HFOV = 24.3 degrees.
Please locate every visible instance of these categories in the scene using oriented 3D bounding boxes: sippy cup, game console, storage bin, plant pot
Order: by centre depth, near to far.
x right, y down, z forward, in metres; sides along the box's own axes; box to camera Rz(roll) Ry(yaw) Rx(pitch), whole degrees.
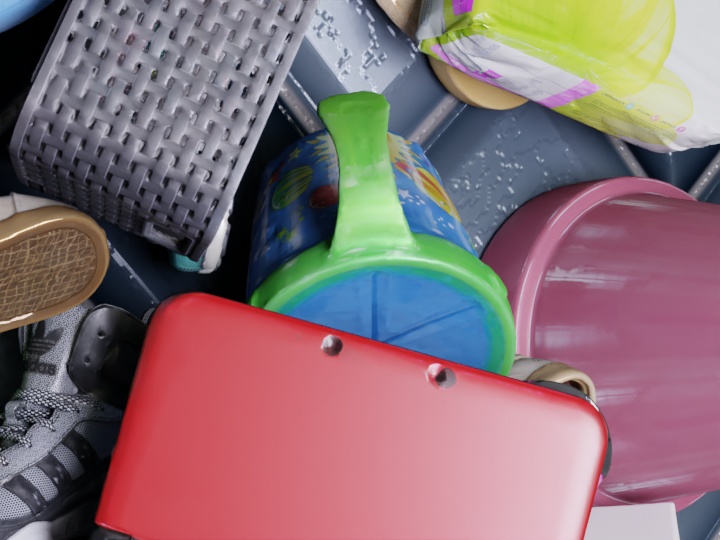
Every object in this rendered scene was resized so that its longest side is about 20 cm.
[{"bbox_3d":[-0.069,-0.116,0.729,0.093,0.135,0.201,25,82,-6],"label":"storage bin"},{"bbox_3d":[-0.013,0.124,0.732,0.199,0.173,0.119,16,55,2],"label":"game console"},{"bbox_3d":[0.000,0.000,0.835,0.139,0.178,0.131,22,36,-27],"label":"sippy cup"},{"bbox_3d":[0.185,0.043,0.938,0.199,0.179,0.202,2,86,-33],"label":"plant pot"}]

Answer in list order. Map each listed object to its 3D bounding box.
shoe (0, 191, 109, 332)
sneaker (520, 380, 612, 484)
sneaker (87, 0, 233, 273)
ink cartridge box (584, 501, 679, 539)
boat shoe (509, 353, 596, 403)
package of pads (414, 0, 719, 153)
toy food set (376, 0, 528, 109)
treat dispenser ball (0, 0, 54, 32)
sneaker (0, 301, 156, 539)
[{"bbox_3d":[-0.206,0.009,0.711,0.199,0.053,0.070,-16,128,-30],"label":"shoe"},{"bbox_3d":[0.023,0.092,0.783,0.086,0.199,0.081,6,82,-74],"label":"sneaker"},{"bbox_3d":[-0.111,-0.093,0.825,0.079,0.077,0.201,-15,88,-18],"label":"sneaker"},{"bbox_3d":[0.139,0.244,0.883,0.146,0.083,0.201,-70,152,-69],"label":"ink cartridge box"},{"bbox_3d":[0.060,0.130,0.829,0.074,0.069,0.201,32,70,-28],"label":"boat shoe"},{"bbox_3d":[0.131,-0.161,0.925,0.199,0.068,0.156,17,76,-31],"label":"package of pads"},{"bbox_3d":[0.066,-0.209,0.955,0.200,0.049,0.199,37,67,-26],"label":"toy food set"},{"bbox_3d":[-0.191,-0.192,0.691,0.200,0.200,0.202,3,85,-33],"label":"treat dispenser ball"},{"bbox_3d":[-0.152,0.072,0.750,0.199,0.075,0.115,-13,103,-51],"label":"sneaker"}]
